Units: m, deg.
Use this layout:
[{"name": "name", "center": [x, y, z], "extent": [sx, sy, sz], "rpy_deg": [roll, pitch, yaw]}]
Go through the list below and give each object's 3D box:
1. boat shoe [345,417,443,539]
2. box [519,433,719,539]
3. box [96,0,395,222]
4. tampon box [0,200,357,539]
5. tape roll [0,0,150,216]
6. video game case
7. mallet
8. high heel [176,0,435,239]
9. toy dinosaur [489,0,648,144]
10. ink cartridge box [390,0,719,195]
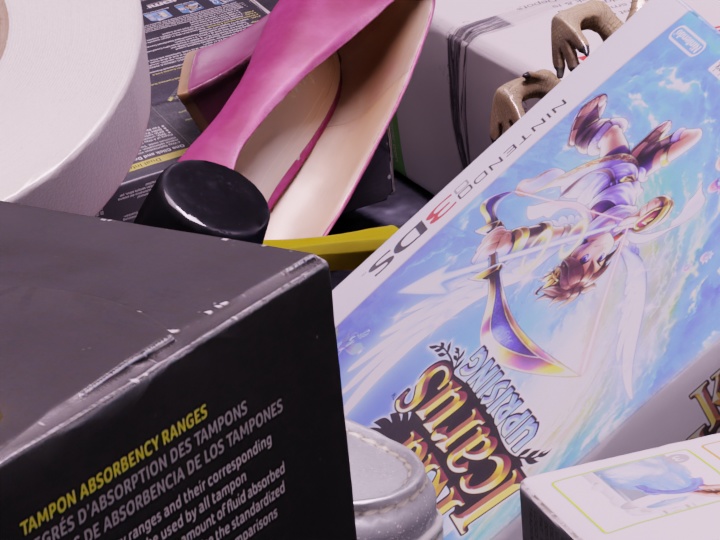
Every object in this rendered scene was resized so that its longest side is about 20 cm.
[{"name": "boat shoe", "center": [-0.071, 0.035, 0.811], "extent": [0.202, 0.065, 0.074], "rpy_deg": [20, 30, 21]}, {"name": "box", "center": [0.149, 0.094, 0.699], "extent": [0.200, 0.113, 0.101], "rpy_deg": [-11, 22, -18]}, {"name": "box", "center": [-0.110, -0.051, 1.184], "extent": [0.200, 0.049, 0.161], "rpy_deg": [-19, 31, -23]}, {"name": "tampon box", "center": [-0.091, 0.099, 0.621], "extent": [0.150, 0.200, 0.126], "rpy_deg": [9, 25, 34]}, {"name": "tape roll", "center": [-0.171, -0.066, 1.024], "extent": [0.202, 0.037, 0.203], "rpy_deg": [-2, 46, 2]}, {"name": "video game case", "center": [0.065, 0.015, 0.883], "extent": [0.181, 0.045, 0.200], "rpy_deg": [-43, 23, 4]}, {"name": "mallet", "center": [0.000, 0.000, 1.003], "extent": [0.200, 0.066, 0.041], "rpy_deg": [1, 42, -44]}, {"name": "high heel", "center": [-0.016, -0.031, 1.053], "extent": [0.096, 0.067, 0.200], "rpy_deg": [-21, 32, 16]}, {"name": "toy dinosaur", "center": [0.099, -0.063, 1.044], "extent": [0.101, 0.200, 0.058], "rpy_deg": [-2, -13, -36]}, {"name": "ink cartridge box", "center": [0.101, -0.072, 1.178], "extent": [0.145, 0.084, 0.200], "rpy_deg": [-13, 22, -19]}]
